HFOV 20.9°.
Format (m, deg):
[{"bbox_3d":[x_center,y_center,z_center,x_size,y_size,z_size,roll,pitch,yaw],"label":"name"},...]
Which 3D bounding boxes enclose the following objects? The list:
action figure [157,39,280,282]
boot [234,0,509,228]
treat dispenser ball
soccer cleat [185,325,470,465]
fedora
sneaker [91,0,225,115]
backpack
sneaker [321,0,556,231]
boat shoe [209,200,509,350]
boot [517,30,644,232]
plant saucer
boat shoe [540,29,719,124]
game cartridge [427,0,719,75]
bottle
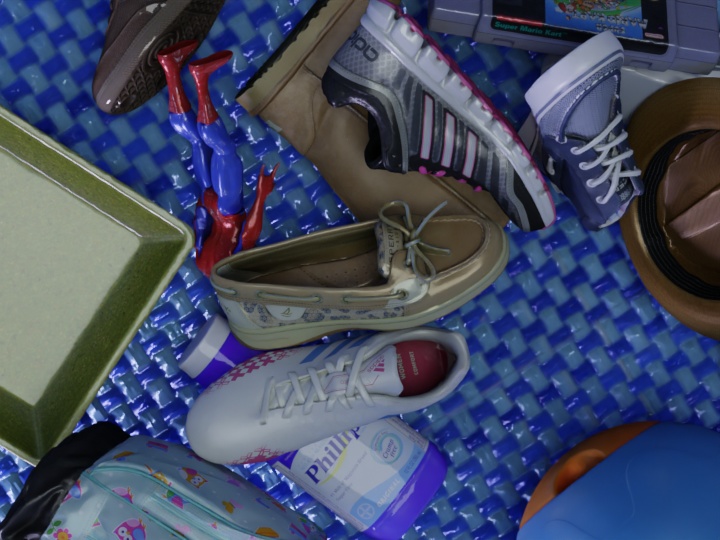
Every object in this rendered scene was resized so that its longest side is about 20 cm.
[{"bbox_3d":[-0.094,-0.058,1.343,0.052,0.065,0.200,-28,123,-37],"label":"action figure"},{"bbox_3d":[0.037,-0.111,1.361,0.200,0.066,0.175,41,96,-13],"label":"boot"},{"bbox_3d":[0.206,0.204,1.351,0.201,0.201,0.201,-1,98,-6],"label":"treat dispenser ball"},{"bbox_3d":[-0.019,0.076,1.306,0.200,0.086,0.070,-17,85,-18],"label":"soccer cleat"},{"bbox_3d":[0.266,-0.047,1.349,0.082,0.200,0.201,-18,101,-36],"label":"fedora"},{"bbox_3d":[-0.133,-0.202,1.334,0.076,0.070,0.200,37,96,17],"label":"sneaker"},{"bbox_3d":[-0.125,0.186,1.305,0.200,0.167,0.127,29,103,7],"label":"backpack"},{"bbox_3d":[0.049,-0.088,1.300,0.087,0.074,0.200,-41,114,9],"label":"sneaker"},{"bbox_3d":[0.000,0.000,1.305,0.200,0.073,0.063,-17,137,7],"label":"boat shoe"},{"bbox_3d":[0.159,-0.089,1.297,0.073,0.200,0.090,-35,81,-5],"label":"boot"},{"bbox_3d":[-0.248,0.001,1.349,0.200,0.048,0.200,33,94,-10],"label":"plant saucer"},{"bbox_3d":[0.228,-0.145,1.374,0.200,0.072,0.068,5,64,7],"label":"boat shoe"},{"bbox_3d":[0.146,-0.202,1.334,0.200,0.130,0.038,8,142,-8],"label":"game cartridge"},{"bbox_3d":[-0.036,0.107,1.378,0.200,0.065,0.084,38,86,-10],"label":"bottle"}]
